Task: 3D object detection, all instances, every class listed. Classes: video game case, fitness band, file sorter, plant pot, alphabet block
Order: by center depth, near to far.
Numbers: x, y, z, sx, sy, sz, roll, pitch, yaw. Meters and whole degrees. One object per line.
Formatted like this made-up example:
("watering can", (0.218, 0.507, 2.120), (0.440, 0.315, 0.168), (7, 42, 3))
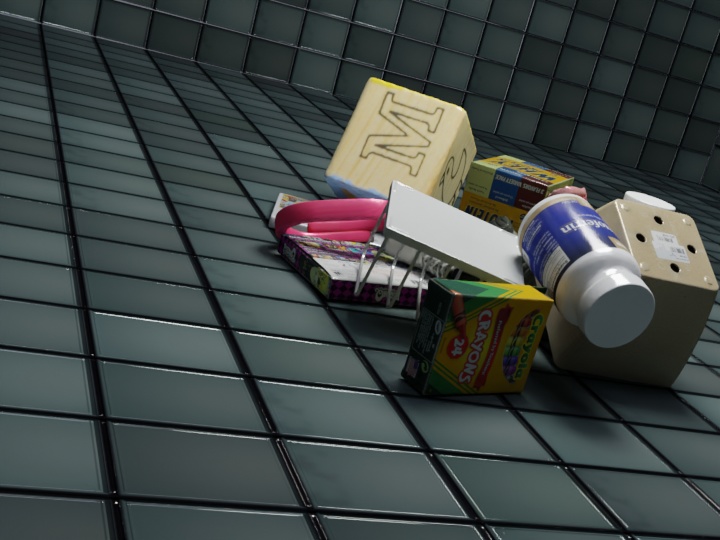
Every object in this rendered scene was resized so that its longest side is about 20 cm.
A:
("file sorter", (0.105, -0.004, 1.362), (0.197, 0.126, 0.139), (23, 30, -7))
("plant pot", (0.380, 0.017, 1.404), (0.196, 0.178, 0.202), (11, 47, -19))
("video game case", (0.000, 0.000, 1.480), (0.197, 0.036, 0.181), (6, 19, -32))
("fitness band", (-0.032, -0.072, 1.518), (0.196, 0.038, 0.144), (-4, -12, -1))
("video game case", (-0.054, -0.079, 1.719), (0.196, 0.023, 0.182), (15, 16, -4))
("alphabet block", (0.075, -0.191, 1.786), (0.194, 0.203, 0.195), (22, -9, 16))

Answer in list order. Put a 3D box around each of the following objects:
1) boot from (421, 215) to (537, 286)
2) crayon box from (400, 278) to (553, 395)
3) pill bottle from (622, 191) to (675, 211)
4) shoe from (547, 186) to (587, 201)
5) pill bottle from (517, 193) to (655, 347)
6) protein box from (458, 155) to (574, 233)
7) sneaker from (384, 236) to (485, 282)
("boot", (0.185, 0.009, 1.553), (0.131, 0.198, 0.068), (53, 40, -17))
("crayon box", (0.153, 0.080, 1.201), (0.197, 0.129, 0.051), (3, 20, -38))
("pill bottle", (0.469, -0.026, 1.735), (0.112, 0.203, 0.115), (14, 16, -4))
("shoe", (0.344, -0.076, 1.575), (0.070, 0.093, 0.199), (-9, -8, 23))
("pill bottle", (0.286, 0.000, 1.277), (0.114, 0.117, 0.201), (9, 31, -24))
("protein box", (0.248, -0.074, 1.676), (0.133, 0.202, 0.199), (20, 16, 20))
("sneaker", (0.126, -0.017, 1.475), (0.196, 0.074, 0.071), (14, 32, 9))
